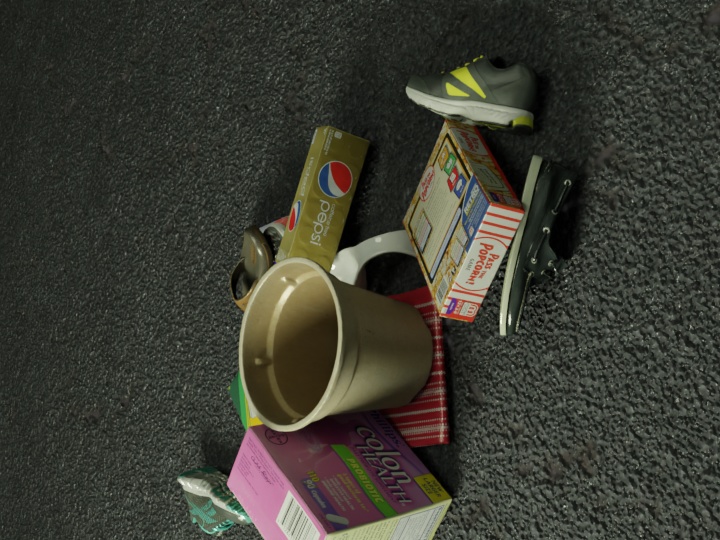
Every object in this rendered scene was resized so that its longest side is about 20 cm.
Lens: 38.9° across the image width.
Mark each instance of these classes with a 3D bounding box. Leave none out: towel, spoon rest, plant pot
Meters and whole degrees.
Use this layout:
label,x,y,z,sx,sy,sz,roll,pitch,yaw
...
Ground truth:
label,x,y,z,sx,sy,sz,roll,pitch,yaw
towel,0.059,0.125,1.304,0.144,0.022,0.203,-18,70,48
spoon rest,0.000,0.000,1.366,0.199,0.060,0.101,-34,49,41
plant pot,-0.018,0.097,1.240,0.199,0.182,0.203,-14,72,47

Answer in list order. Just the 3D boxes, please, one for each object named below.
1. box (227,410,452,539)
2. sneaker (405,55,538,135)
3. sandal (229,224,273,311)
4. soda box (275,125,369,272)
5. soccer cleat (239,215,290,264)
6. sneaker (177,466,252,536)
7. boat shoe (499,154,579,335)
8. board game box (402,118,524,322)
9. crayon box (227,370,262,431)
label,x,y,z,sx,sy,sz,roll,pitch,yaw
box,-0.025,0.265,1.221,0.176,0.198,0.097,46,125,37
sneaker,0.140,-0.221,1.238,0.199,0.074,0.086,23,95,42
sandal,-0.166,0.021,1.524,0.082,0.054,0.201,48,148,32
soda box,-0.053,-0.095,1.419,0.064,0.067,0.203,19,92,70
soccer cleat,-0.125,-0.044,1.543,0.069,0.073,0.200,64,156,-4
sneaker,-0.211,0.368,1.571,0.199,0.077,0.093,8,105,55
boat shoe,0.199,-0.023,1.126,0.065,0.075,0.202,12,84,8
board game box,0.114,-0.062,1.190,0.201,0.046,0.153,-107,34,-53
crayon box,-0.091,0.162,1.440,0.201,0.058,0.173,-53,45,22
